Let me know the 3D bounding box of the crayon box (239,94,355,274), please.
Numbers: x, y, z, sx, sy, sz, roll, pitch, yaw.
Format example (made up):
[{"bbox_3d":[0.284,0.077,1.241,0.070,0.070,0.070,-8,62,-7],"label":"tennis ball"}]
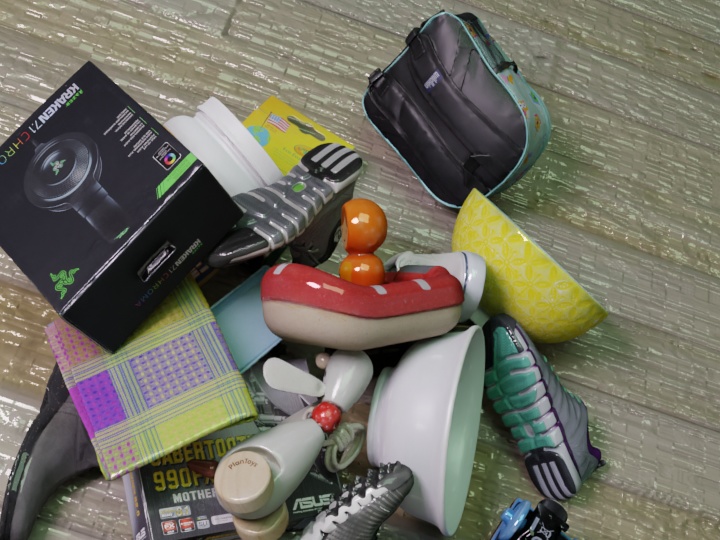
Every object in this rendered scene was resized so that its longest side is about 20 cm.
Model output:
[{"bbox_3d":[-0.107,-0.099,1.232,0.126,0.051,0.201,33,55,7],"label":"crayon box"}]

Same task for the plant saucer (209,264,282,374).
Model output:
[{"bbox_3d":[-0.133,0.074,1.007,0.070,0.019,0.199,43,54,10],"label":"plant saucer"}]

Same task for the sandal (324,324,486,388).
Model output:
[{"bbox_3d":[0.059,0.081,1.157,0.196,0.083,0.055,3,33,-6],"label":"sandal"}]

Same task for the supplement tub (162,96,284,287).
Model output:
[{"bbox_3d":[-0.182,-0.061,1.084,0.200,0.145,0.145,-43,74,-5],"label":"supplement tub"}]

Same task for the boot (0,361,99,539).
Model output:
[{"bbox_3d":[-0.245,0.172,1.000,0.130,0.070,0.202,22,59,-11],"label":"boot"}]

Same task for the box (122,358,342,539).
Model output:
[{"bbox_3d":[-0.124,0.170,1.012,0.197,0.048,0.161,-1,63,-32],"label":"box"}]

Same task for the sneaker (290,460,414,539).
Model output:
[{"bbox_3d":[-0.016,0.256,0.968,0.200,0.066,0.091,-42,92,7],"label":"sneaker"}]

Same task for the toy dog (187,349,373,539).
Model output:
[{"bbox_3d":[-0.077,0.145,0.962,0.095,0.134,0.200,24,37,23],"label":"toy dog"}]

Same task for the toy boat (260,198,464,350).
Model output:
[{"bbox_3d":[0.000,0.000,1.002,0.198,0.129,0.133,-7,96,-40],"label":"toy boat"}]

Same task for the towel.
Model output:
[{"bbox_3d":[-0.185,0.082,0.945,0.142,0.023,0.201,-24,49,-15],"label":"towel"}]

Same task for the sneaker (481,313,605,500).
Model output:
[{"bbox_3d":[0.190,0.133,1.136,0.087,0.074,0.203,-24,93,-41],"label":"sneaker"}]

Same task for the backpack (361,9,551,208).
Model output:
[{"bbox_3d":[0.125,-0.181,1.281,0.201,0.176,0.153,55,28,14],"label":"backpack"}]

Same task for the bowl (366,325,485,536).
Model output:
[{"bbox_3d":[0.060,0.147,1.047,0.089,0.203,0.203,8,51,14],"label":"bowl"}]

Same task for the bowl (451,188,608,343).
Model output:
[{"bbox_3d":[0.163,0.016,1.187,0.200,0.200,0.108,45,99,15],"label":"bowl"}]

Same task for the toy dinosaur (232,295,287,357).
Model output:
[{"bbox_3d":[-0.112,0.051,1.095,0.197,0.103,0.078,-14,61,-29],"label":"toy dinosaur"}]

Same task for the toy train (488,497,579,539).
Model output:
[{"bbox_3d":[0.126,0.298,0.993,0.086,0.115,0.200,36,55,6],"label":"toy train"}]

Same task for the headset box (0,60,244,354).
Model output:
[{"bbox_3d":[-0.227,-0.054,0.957,0.174,0.093,0.200,-45,60,-6],"label":"headset box"}]

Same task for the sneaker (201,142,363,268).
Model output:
[{"bbox_3d":[-0.072,-0.030,1.045,0.075,0.117,0.199,36,54,29],"label":"sneaker"}]

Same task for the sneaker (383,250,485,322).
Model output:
[{"bbox_3d":[0.069,0.015,1.129,0.070,0.200,0.074,11,83,-16],"label":"sneaker"}]
